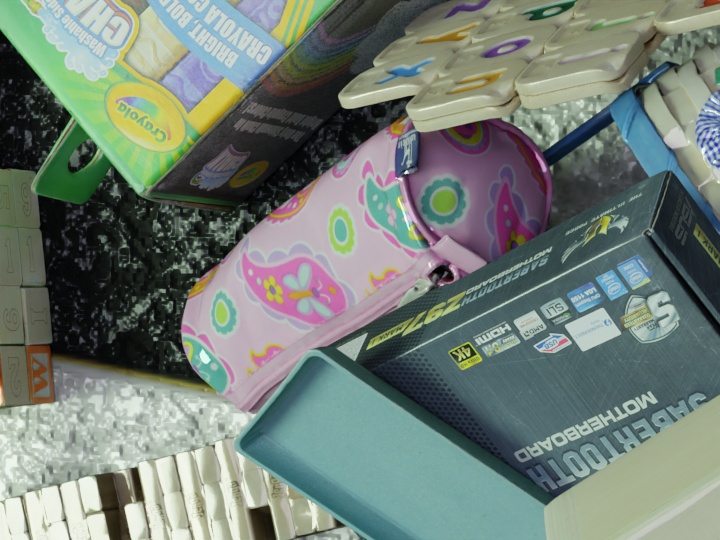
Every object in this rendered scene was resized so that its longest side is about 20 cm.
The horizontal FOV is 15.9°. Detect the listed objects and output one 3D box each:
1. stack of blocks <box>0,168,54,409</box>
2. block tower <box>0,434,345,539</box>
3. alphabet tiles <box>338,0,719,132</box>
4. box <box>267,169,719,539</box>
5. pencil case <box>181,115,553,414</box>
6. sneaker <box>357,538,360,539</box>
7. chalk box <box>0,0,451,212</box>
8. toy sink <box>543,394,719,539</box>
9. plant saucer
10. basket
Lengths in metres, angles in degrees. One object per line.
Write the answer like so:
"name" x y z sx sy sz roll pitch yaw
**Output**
"stack of blocks" -0.220 -0.028 1.257 0.115 0.059 0.200 -7 86 17
"block tower" -0.100 0.118 1.217 0.200 0.054 0.058 -14 84 18
"alphabet tiles" 0.095 -0.107 1.086 0.195 0.200 0.015 -12 109 28
"box" 0.086 0.069 1.040 0.200 0.051 0.158 -27 112 32
"pencil case" 0.000 0.000 1.127 0.200 0.087 0.088 -33 77 50
"sneaker" 0.069 0.160 1.162 0.200 0.060 0.104 26 98 20
"chalk box" -0.078 -0.110 1.180 0.200 0.124 0.124 -42 77 11
"toy sink" 0.184 0.096 0.924 0.200 0.112 0.130 -34 97 8
"plant saucer" 0.048 0.103 1.034 0.200 0.019 0.070 34 128 -6
"basket" 0.159 -0.013 1.092 0.200 0.139 0.176 -44 73 23
